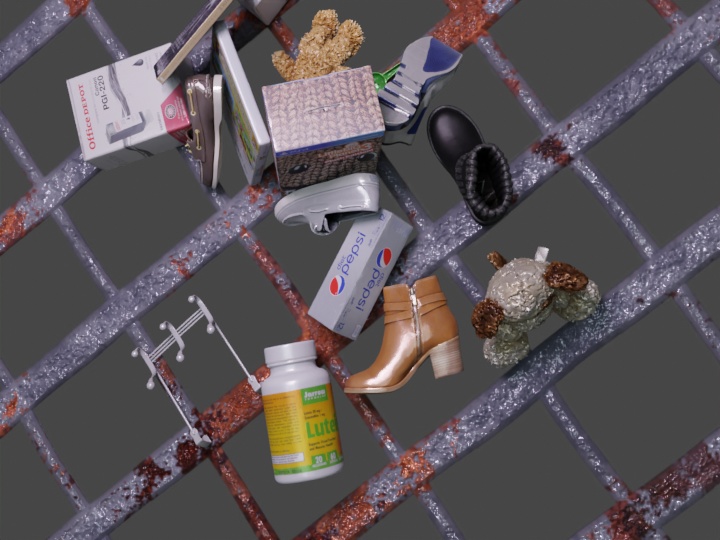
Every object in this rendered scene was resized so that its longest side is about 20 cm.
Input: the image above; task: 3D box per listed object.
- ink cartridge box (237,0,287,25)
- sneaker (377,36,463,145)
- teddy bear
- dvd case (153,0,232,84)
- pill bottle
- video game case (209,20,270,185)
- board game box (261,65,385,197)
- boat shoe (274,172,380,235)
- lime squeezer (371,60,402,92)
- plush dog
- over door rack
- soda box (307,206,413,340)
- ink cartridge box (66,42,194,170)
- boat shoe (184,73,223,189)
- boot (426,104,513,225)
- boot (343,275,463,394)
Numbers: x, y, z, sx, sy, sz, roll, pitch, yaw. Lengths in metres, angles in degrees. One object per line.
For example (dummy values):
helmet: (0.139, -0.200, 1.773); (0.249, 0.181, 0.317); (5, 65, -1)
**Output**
ink cartridge box: (-0.190, -0.531, 1.300); (0.199, 0.086, 0.148); (41, 94, 12)
sneaker: (0.074, -0.268, 1.240); (0.080, 0.116, 0.200); (34, 63, 8)
teddy bear: (-0.075, -0.328, 1.275); (0.200, 0.067, 0.145); (-44, 78, 4)
dvd case: (-0.243, -0.371, 1.194); (0.016, 0.149, 0.201); (39, 96, -25)
pill bottle: (-0.094, 0.215, 1.219); (0.109, 0.111, 0.205); (-11, 84, 9)
video game case: (-0.192, -0.256, 1.238); (0.022, 0.182, 0.204); (-19, 82, -16)
board game box: (-0.055, -0.199, 1.170); (0.156, 0.200, 0.099); (-12, 78, -5)
boat shoe: (-0.052, -0.092, 1.229); (0.196, 0.072, 0.070); (-13, 74, 27)
lime squeezer: (0.017, -0.292, 1.243); (0.198, 0.070, 0.038); (-33, 102, -34)
plush dog: (0.236, 0.033, 1.141); (0.198, 0.172, 0.162); (-33, 81, 7)
over door rack: (-0.264, 0.162, 1.276); (0.147, 0.067, 0.201); (-40, 80, 6)
soda box: (0.000, 0.000, 1.230); (0.068, 0.063, 0.203); (28, 92, 43)
ink cartridge box: (-0.372, -0.270, 1.316); (0.196, 0.085, 0.149); (-17, 83, 10)
boat shoe: (-0.248, -0.218, 1.249); (0.058, 0.202, 0.073); (3, 44, -8)
boot: (0.163, -0.168, 1.175); (0.079, 0.158, 0.214); (-30, 82, 6)
boot: (0.053, 0.103, 1.223); (0.196, 0.074, 0.158); (-15, 85, -4)
